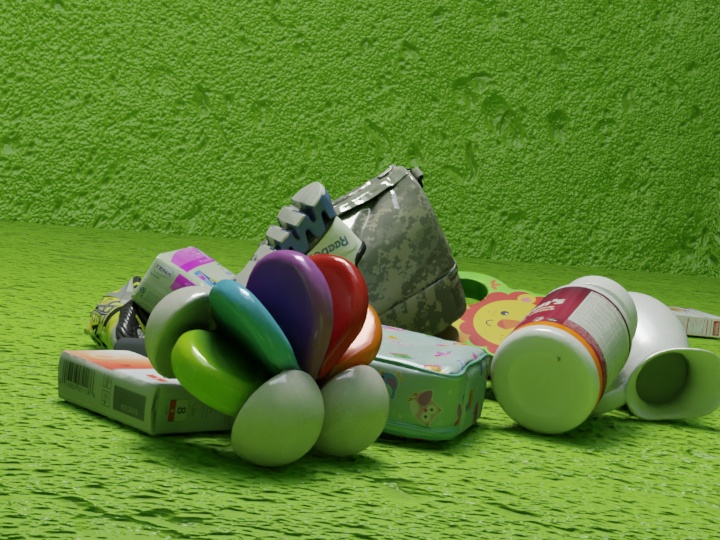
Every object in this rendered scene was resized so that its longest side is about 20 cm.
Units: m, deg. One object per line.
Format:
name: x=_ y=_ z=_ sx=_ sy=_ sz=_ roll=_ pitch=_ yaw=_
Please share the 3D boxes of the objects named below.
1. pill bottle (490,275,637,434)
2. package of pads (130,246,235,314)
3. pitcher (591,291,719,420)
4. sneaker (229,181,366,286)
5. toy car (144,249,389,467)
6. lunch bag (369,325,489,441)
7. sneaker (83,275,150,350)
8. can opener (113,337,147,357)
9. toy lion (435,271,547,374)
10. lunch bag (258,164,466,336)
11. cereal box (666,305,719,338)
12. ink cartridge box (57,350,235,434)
pill bottle: x=0.212 y=0.078 z=1.462 sx=0.108 sy=0.111 sz=0.200 roll=8 pitch=21 yaw=22
package of pads: x=-0.158 y=0.042 z=1.612 sx=0.154 sy=0.069 sz=0.200 roll=34 pitch=6 yaw=1
pitcher: x=0.290 y=0.102 z=1.613 sx=0.170 sy=0.123 sz=0.200 roll=-10 pitch=18 yaw=-7
sneaker: x=-0.061 y=0.031 z=1.330 sx=0.115 sy=0.200 sz=0.081 roll=40 pitch=-1 yaw=-19
toy car: x=-0.061 y=0.055 z=1.174 sx=0.175 sy=0.151 sz=0.199 roll=41 pitch=24 yaw=32
lunch bag: x=0.033 y=0.103 z=1.369 sx=0.159 sy=0.078 sz=0.200 roll=10 pitch=5 yaw=13
sneaker: x=-0.257 y=0.070 z=1.574 sx=0.076 sy=0.076 sz=0.200 roll=-30 pitch=14 yaw=1
can opener: x=-0.145 y=0.073 z=1.434 sx=0.198 sy=0.068 sz=0.053 roll=2 pitch=-19 yaw=17
toy lion: x=0.142 y=0.059 z=1.631 sx=0.190 sy=0.069 sz=0.200 roll=-9 pitch=32 yaw=-12
lunch bag: x=0.000 y=0.000 z=1.533 sx=0.199 sy=0.169 sz=0.139 roll=-29 pitch=35 yaw=-16
cereal box: x=0.506 y=0.081 z=2.505 sx=0.198 sy=0.040 sz=0.144 roll=5 pitch=5 yaw=-10
ink cartridge box: x=-0.148 y=0.105 z=1.312 sx=0.199 sy=0.051 sz=0.161 roll=-2 pitch=10 yaw=-42
